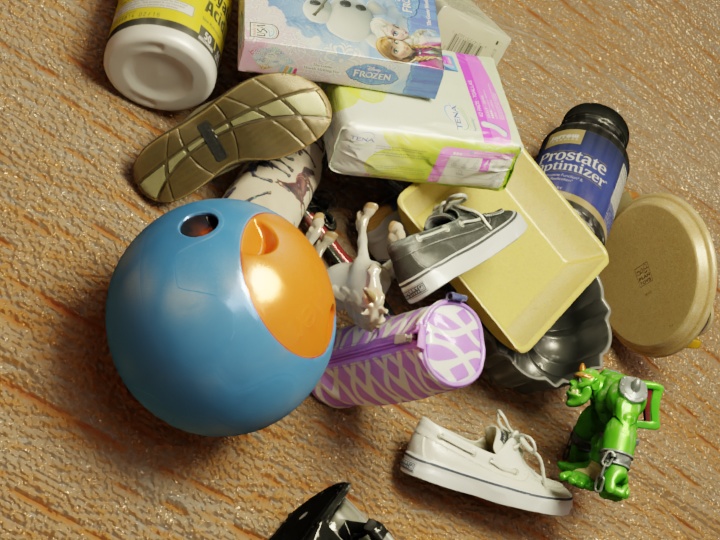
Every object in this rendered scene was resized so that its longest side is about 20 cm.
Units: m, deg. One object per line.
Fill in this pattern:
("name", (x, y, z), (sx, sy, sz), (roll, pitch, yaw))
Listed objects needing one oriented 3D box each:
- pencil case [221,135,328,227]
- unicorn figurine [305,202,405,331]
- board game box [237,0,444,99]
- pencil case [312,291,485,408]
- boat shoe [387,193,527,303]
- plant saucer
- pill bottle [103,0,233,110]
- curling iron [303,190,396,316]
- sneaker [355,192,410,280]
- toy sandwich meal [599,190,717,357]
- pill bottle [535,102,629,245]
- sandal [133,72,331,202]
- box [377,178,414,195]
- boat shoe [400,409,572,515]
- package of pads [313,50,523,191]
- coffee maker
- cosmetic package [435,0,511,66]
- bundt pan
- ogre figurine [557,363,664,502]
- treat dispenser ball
("pencil case", (-0.092, -0.078, 1.315), (0.089, 0.078, 0.201), (28, 51, -4))
("unicorn figurine", (-0.012, 0.005, 1.257), (0.073, 0.199, 0.139), (29, 57, -25))
("board game box", (-0.023, -0.264, 1.331), (0.196, 0.044, 0.202), (6, 48, -12))
("pencil case", (0.029, 0.081, 1.243), (0.085, 0.199, 0.085), (2, 76, -36))
("boat shoe", (0.089, -0.033, 1.263), (0.199, 0.073, 0.069), (-30, 90, -46))
("plant saucer", (0.141, -0.033, 1.390), (0.201, 0.048, 0.200), (51, 49, -1))
("pill bottle", (-0.181, -0.268, 1.325), (0.110, 0.111, 0.202), (24, 54, -25))
("curling iron", (0.000, 0.000, 1.380), (0.049, 0.025, 0.201), (-36, 91, -40))
("sneaker", (0.074, -0.057, 1.449), (0.199, 0.075, 0.089), (-34, 104, -39))
("toy sandwich meal", (0.346, 0.003, 1.541), (0.069, 0.205, 0.208), (1, 66, -34))
("pill bottle", (0.252, -0.101, 1.568), (0.111, 0.112, 0.201), (38, 49, -15))
("sandal", (-0.124, -0.129, 1.279), (0.081, 0.198, 0.054), (63, 4, -11))
("box", (0.025, -0.179, 1.434), (0.199, 0.050, 0.159), (39, 44, 14))
("boat shoe", (0.137, 0.185, 1.344), (0.200, 0.074, 0.087), (19, 87, -22))
("package of pads", (0.055, -0.157, 1.343), (0.197, 0.069, 0.156), (5, 46, -18))
("coffee maker", (-0.013, 0.320, 1.151), (0.200, 0.135, 0.192), (47, 71, -6))
("cosmetic package", (0.072, -0.286, 1.488), (0.104, 0.072, 0.201), (19, 24, -33))
("bundt pan", (0.174, 0.044, 1.452), (0.200, 0.076, 0.204), (16, 58, -27))
("ogre figurine", (0.251, 0.162, 1.364), (0.200, 0.097, 0.121), (19, 88, -71))
("treat dispenser ball", (-0.119, 0.040, 1.149), (0.199, 0.200, 0.203), (17, 57, -29))
